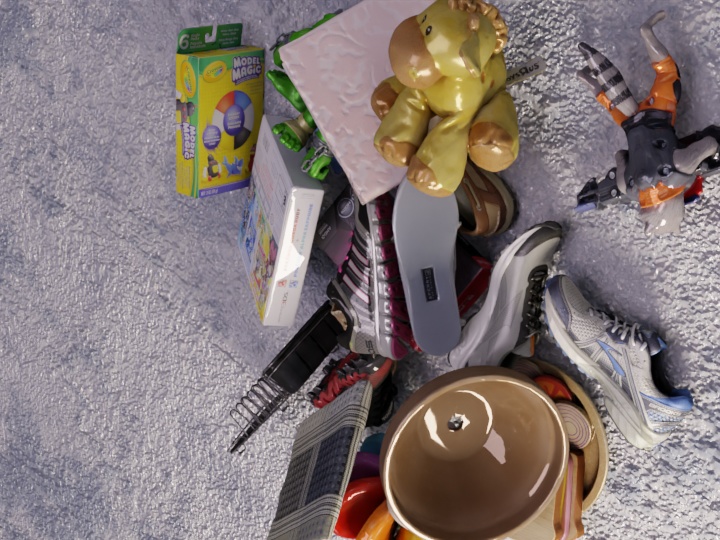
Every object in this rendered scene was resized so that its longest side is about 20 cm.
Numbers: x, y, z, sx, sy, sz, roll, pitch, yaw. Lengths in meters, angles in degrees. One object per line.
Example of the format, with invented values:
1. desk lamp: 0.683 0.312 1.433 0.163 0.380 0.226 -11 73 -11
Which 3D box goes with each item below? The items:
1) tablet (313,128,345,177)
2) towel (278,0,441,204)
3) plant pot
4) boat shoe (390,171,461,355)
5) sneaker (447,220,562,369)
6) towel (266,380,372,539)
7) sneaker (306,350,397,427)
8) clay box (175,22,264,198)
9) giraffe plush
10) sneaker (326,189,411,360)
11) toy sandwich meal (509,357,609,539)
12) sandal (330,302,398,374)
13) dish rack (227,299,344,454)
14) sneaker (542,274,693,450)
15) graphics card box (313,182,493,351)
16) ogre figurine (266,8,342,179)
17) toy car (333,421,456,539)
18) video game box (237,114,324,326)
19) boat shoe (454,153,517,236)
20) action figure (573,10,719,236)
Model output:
1. tablet: 0.003 -0.211 1.546 0.199 0.014 0.131 -37 77 43
2. towel: 0.037 -0.196 1.425 0.202 0.189 0.032 61 174 10
3. plant pot: 0.111 0.180 1.387 0.093 0.197 0.204 -118 32 -66
4. boat shoe: 0.073 -0.018 1.417 0.086 0.073 0.205 -108 8 -77
5. sneaker: 0.170 0.038 1.410 0.079 0.073 0.202 37 115 29
6. towel: -0.048 0.239 1.518 0.200 0.034 0.195 -40 31 59
7. sneaker: 0.010 0.135 1.574 0.097 0.071 0.200 35 151 -4
8. clay box: -0.174 -0.200 1.645 0.047 0.114 0.203 18 114 37
9. giraffe plush: 0.090 -0.198 1.303 0.173 0.199 0.163 46 173 29
10. sneaker: 0.000 0.000 1.461 0.086 0.074 0.203 -7 89 22
11. toy sandwich meal: 0.183 0.199 1.455 0.203 0.070 0.209 14 111 40
12. sandal: -0.012 0.032 1.590 0.077 0.069 0.215 -1 101 42
13. dish rack: -0.101 0.140 1.654 0.055 0.153 0.200 43 130 0
14. sneaker: 0.268 0.078 1.352 0.085 0.077 0.201 -41 80 31
15. graphics card box: 0.047 -0.020 1.509 0.126 0.051 0.200 -50 65 16
16. ogre figurine: -0.044 -0.216 1.514 0.120 0.098 0.202 -43 28 31
17. toy car: 0.033 0.265 1.522 0.148 0.201 0.177 14 126 0
18. video game box: -0.100 -0.062 1.596 0.201 0.046 0.184 -114 36 -56
19. boat shoe: 0.084 -0.112 1.453 0.200 0.073 0.076 43 129 23
20. action figure: 0.257 -0.120 1.278 0.199 0.104 0.196 -29 72 41
